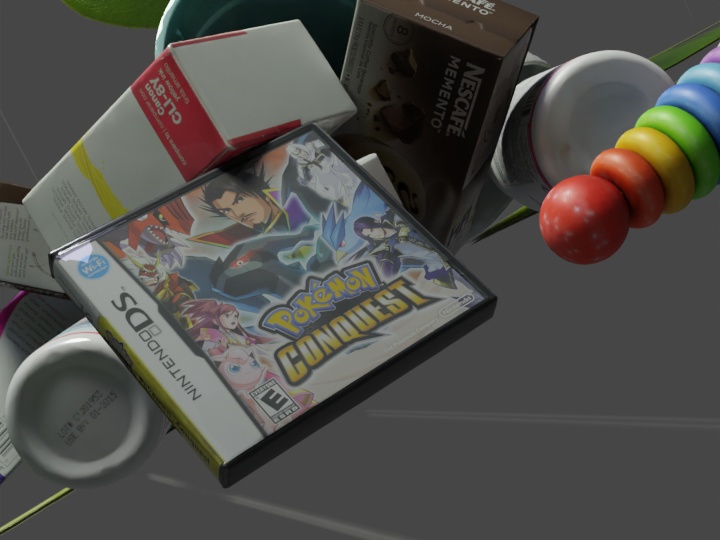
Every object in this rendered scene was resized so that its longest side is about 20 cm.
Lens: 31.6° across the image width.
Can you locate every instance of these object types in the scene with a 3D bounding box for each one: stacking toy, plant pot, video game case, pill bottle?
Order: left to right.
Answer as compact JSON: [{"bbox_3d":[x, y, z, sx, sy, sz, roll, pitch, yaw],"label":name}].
[{"bbox_3d":[-0.186,0.086,0.950,0.109,0.109,0.200,-27,5,3],"label":"pill bottle"},{"bbox_3d":[-0.052,0.009,0.754,0.200,0.181,0.026,-30,-30,-27],"label":"video game case"},{"bbox_3d":[-0.059,-0.150,1.117,0.200,0.200,0.196,-28,-22,-6],"label":"plant pot"},{"bbox_3d":[0.161,-0.099,0.968,0.113,0.113,0.200,-28,6,-5],"label":"pill bottle"},{"bbox_3d":[0.192,-0.072,0.787,0.200,0.085,0.085,-34,7,-19],"label":"stacking toy"}]

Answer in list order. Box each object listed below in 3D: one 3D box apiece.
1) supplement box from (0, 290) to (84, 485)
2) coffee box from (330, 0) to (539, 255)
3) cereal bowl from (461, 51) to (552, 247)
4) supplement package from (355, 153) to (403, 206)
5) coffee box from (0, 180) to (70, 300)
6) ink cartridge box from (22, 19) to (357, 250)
[{"bbox_3d":[-0.296,0.093,1.112,0.200,0.101,0.103,-50,6,-32],"label":"supplement box"},{"bbox_3d":[0.042,-0.107,0.935,0.080,0.113,0.200,-50,-19,-49],"label":"coffee box"},{"bbox_3d":[0.081,-0.115,1.121,0.200,0.083,0.200,-39,-29,-26],"label":"cereal bowl"},{"bbox_3d":[-0.051,0.013,0.914,0.121,0.120,0.200,-31,6,-28],"label":"supplement package"},{"bbox_3d":[-0.212,-0.011,1.058,0.200,0.080,0.114,12,-6,-17],"label":"coffee box"},{"bbox_3d":[-0.124,-0.081,0.902,0.200,0.083,0.145,-36,-6,38],"label":"ink cartridge box"}]
